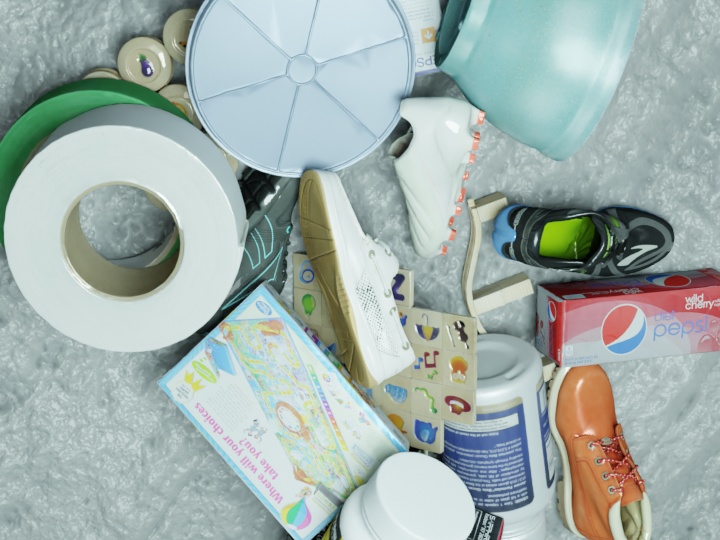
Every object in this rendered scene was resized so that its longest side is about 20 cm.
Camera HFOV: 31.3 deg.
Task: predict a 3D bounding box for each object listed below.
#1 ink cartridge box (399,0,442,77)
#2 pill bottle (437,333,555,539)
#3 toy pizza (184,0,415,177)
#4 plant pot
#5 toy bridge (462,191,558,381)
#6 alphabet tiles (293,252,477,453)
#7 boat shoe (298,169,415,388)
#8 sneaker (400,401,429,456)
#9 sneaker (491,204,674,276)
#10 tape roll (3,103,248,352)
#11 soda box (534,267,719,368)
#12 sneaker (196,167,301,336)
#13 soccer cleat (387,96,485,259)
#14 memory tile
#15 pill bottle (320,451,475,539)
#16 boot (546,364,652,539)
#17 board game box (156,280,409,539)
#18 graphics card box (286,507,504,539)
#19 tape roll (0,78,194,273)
[{"bbox_3d":[-0.030,-0.261,1.147,0.196,0.041,0.203,-11,110,-6],"label":"ink cartridge box"},{"bbox_3d":[0.130,0.174,1.242,0.109,0.111,0.203,-13,115,-5],"label":"pill bottle"},{"bbox_3d":[-0.051,-0.176,1.098,0.197,0.032,0.203,-3,117,-6],"label":"toy pizza"},{"bbox_3d":[0.143,-0.211,1.108,0.132,0.200,0.203,16,101,-10],"label":"plant pot"},{"bbox_3d":[0.135,0.023,1.253,0.066,0.027,0.203,-20,107,-3],"label":"toy bridge"},{"bbox_3d":[0.020,0.077,1.194,0.197,0.008,0.170,9,107,31],"label":"alphabet tiles"},{"bbox_3d":[0.000,0.000,1.144,0.069,0.071,0.203,-21,106,-20],"label":"boat shoe"},{"bbox_3d":[0.033,0.200,1.257,0.069,0.076,0.203,-3,104,-8],"label":"sneaker"},{"bbox_3d":[0.220,-0.024,1.217,0.197,0.082,0.072,2,102,-28],"label":"sneaker"},{"bbox_3d":[-0.197,-0.035,1.095,0.199,0.071,0.206,0,111,-1],"label":"tape roll"},{"bbox_3d":[0.271,0.046,1.248,0.197,0.063,0.071,-5,105,-16],"label":"soda box"},{"bbox_3d":[-0.099,-0.023,1.192,0.079,0.076,0.201,28,105,-29],"label":"sneaker"},{"bbox_3d":[0.060,-0.086,1.160,0.076,0.070,0.201,14,144,3],"label":"soccer cleat"},{"bbox_3d":[-0.142,-0.154,1.145,0.198,0.017,0.154,-30,108,15],"label":"memory tile"},{"bbox_3d":[0.017,0.260,1.136,0.113,0.115,0.201,19,127,-13],"label":"pill bottle"},{"bbox_3d":[0.242,0.181,1.265,0.074,0.107,0.203,-17,107,-21],"label":"boot"},{"bbox_3d":[-0.069,0.129,1.164,0.134,0.034,0.200,-41,92,7],"label":"board game box"},{"bbox_3d":[0.029,0.261,1.233,0.197,0.051,0.127,18,126,7],"label":"graphics card box"},{"bbox_3d":[-0.228,-0.067,1.145,0.197,0.048,0.204,0,112,0],"label":"tape roll"}]
